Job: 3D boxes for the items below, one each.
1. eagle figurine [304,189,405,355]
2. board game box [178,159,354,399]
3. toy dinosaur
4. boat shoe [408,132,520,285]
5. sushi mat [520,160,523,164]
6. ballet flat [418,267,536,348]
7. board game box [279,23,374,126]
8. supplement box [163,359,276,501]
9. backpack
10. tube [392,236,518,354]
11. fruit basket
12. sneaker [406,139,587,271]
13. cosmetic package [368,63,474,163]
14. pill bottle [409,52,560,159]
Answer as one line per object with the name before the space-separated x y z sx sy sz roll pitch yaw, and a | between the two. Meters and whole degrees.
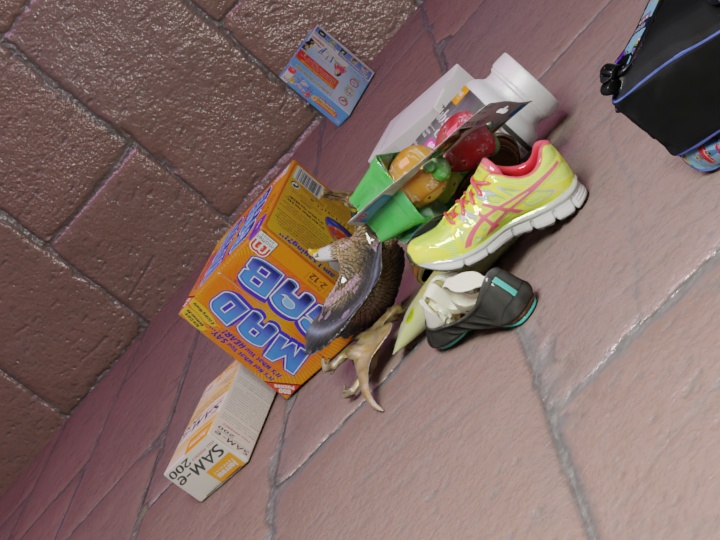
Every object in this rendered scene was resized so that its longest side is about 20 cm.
eagle figurine | -0.005 0.000 1.481 0.151 0.151 0.202 7 98 63
board game box | -0.100 0.012 1.695 0.200 0.200 0.200 -43 15 30
toy dinosaur | 0.002 0.104 1.415 0.101 0.058 0.201 -41 17 34
boat shoe | 0.126 -0.065 1.393 0.201 0.072 0.068 -59 14 25
sushi mat | 0.174 -0.095 1.469 0.096 0.012 0.200 -50 13 8
ballet flat | 0.107 0.031 1.231 0.068 0.068 0.200 -59 15 -25
board game box | -0.083 -0.497 3.021 0.056 0.200 0.196 -39 17 45
supplement box | -0.197 0.221 1.741 0.126 0.073 0.201 -43 16 33
backpack | 0.319 -0.210 1.012 0.182 0.134 0.201 -35 21 52
tube | 0.100 0.012 1.357 0.058 0.052 0.200 5 -47 -49
fruit basket | 0.093 -0.112 1.287 0.199 0.094 0.185 -34 -5 22
sneaker | 0.131 -0.071 1.246 0.199 0.091 0.078 -28 21 2
cosmetic package | 0.109 -0.223 1.878 0.200 0.085 0.108 -32 23 53
pill bottle | 0.144 -0.161 1.464 0.200 0.116 0.116 -48 13 10
